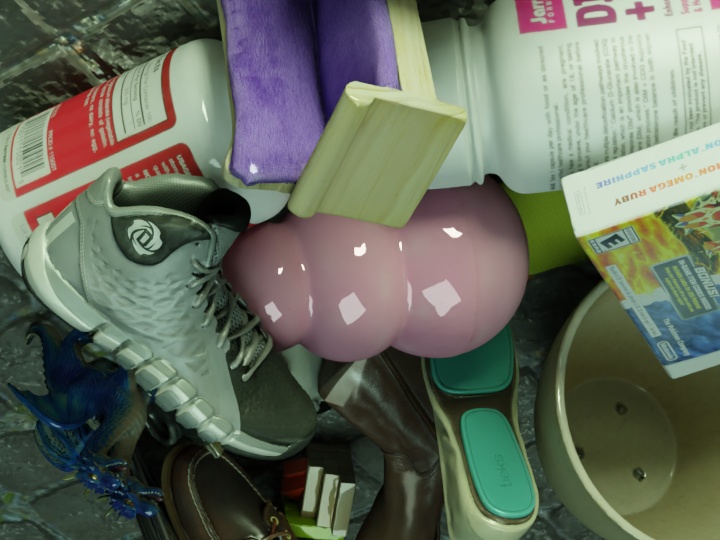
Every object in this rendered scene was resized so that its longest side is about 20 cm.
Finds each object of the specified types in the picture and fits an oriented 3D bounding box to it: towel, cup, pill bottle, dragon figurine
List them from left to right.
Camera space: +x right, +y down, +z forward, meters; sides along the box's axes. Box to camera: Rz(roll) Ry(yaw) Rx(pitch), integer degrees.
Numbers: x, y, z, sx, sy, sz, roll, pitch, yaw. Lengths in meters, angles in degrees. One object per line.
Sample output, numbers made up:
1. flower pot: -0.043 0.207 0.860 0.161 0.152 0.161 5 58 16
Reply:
1. dragon figurine: -0.189 0.088 1.072 0.199 0.099 0.059 25 147 35
2. pill bottle: -0.112 -0.066 0.966 0.199 0.113 0.112 -22 133 19
3. pill bottle: 0.130 -0.104 0.935 0.199 0.114 0.114 -7 136 4
4. towel: 0.186 -0.057 1.059 0.199 0.018 0.086 -18 131 17
5. cup: 0.197 0.107 1.114 0.199 0.201 0.143 11 159 -14

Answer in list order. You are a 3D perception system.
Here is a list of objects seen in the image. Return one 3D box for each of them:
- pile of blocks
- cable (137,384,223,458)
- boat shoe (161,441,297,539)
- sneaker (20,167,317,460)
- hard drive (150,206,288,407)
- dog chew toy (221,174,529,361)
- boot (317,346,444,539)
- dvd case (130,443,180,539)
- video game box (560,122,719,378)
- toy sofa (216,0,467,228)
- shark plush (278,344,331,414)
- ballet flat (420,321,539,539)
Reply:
1. pile of blocks: -0.051 0.212 1.283 0.062 0.082 0.201 6 136 -8
2. cable: -0.137 0.055 1.121 0.097 0.050 0.200 -1 130 43
3. boat shoe: -0.072 0.207 1.200 0.070 0.070 0.201 -3 125 46
4. sneaker: -0.080 0.018 0.907 0.200 0.075 0.115 37 119 -18
5. hard drive: -0.087 0.031 1.132 0.131 0.026 0.200 11 135 -14
6. dog chew toy: 0.000 0.000 1.009 0.199 0.125 0.125 -10 139 -18
7. boot: 0.009 0.125 1.135 0.064 0.187 0.200 18 157 33
8. dvd case: -0.135 0.208 1.230 0.016 0.149 0.200 -27 135 -4
9. video game box: 0.231 -0.019 0.935 0.181 0.047 0.200 -22 146 16
10. toy sofa: -0.017 -0.125 0.845 0.097 0.201 0.083 12 136 -22
11. shark plush: -0.060 0.054 1.120 0.083 0.091 0.200 7 161 19
12. ballet flat: 0.072 0.098 1.083 0.069 0.201 0.070 -2 141 -2
